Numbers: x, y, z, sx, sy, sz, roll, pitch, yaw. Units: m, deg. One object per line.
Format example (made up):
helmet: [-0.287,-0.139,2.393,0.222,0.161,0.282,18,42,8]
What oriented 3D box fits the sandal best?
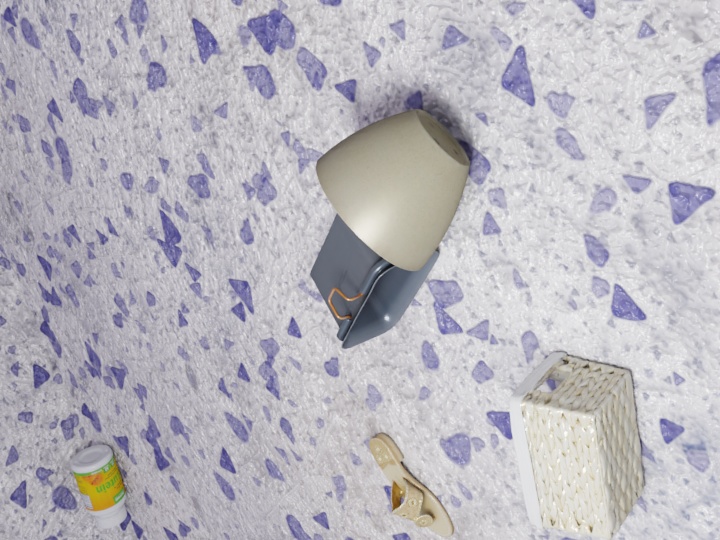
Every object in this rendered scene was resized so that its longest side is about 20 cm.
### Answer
sandal: [0.069,0.387,1.545,0.213,0.069,0.078,54,140,6]

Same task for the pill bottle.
pill bottle: [-0.692,0.581,2.409,0.110,0.110,0.204,9,119,42]

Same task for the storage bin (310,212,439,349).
storage bin: [0.000,0.000,1.343,0.135,0.144,0.201,52,140,23]

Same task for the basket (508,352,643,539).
basket: [0.288,0.230,1.178,0.122,0.135,0.204,5,117,39]

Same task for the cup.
cup: [0.060,-0.123,1.178,0.143,0.200,0.201,-43,80,22]
